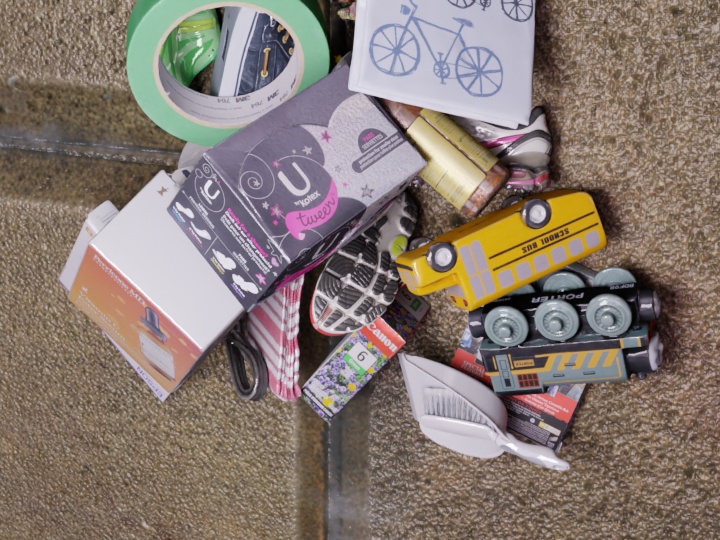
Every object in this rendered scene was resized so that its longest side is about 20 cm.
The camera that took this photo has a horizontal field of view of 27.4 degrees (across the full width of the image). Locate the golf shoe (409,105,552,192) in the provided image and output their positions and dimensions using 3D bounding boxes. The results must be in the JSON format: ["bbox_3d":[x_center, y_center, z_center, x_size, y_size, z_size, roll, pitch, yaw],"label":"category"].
[{"bbox_3d":[0.097,-0.127,1.502,0.198,0.073,0.093,1,96,11],"label":"golf shoe"}]

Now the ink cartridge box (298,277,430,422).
[{"bbox_3d":[0.025,0.063,1.563,0.050,0.109,0.200,43,116,0],"label":"ink cartridge box"}]

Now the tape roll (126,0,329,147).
[{"bbox_3d":[-0.130,-0.213,1.446,0.198,0.048,0.202,-4,134,-4],"label":"tape roll"}]

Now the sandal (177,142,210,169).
[{"bbox_3d":[-0.147,-0.055,1.602,0.082,0.050,0.204,-30,68,27],"label":"sandal"}]

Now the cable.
[{"bbox_3d":[-0.150,0.056,1.610,0.097,0.050,0.202,-33,51,35],"label":"cable"}]

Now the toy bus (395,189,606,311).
[{"bbox_3d":[0.138,-0.021,1.463,0.199,0.065,0.079,-25,102,-13],"label":"toy bus"}]

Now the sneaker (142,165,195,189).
[{"bbox_3d":[-0.155,-0.039,1.526,0.198,0.079,0.131,-21,70,27],"label":"sneaker"}]

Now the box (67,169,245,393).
[{"bbox_3d":[-0.194,0.017,1.469,0.152,0.106,0.200,43,157,0],"label":"box"}]

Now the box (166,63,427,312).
[{"bbox_3d":[-0.057,-0.079,1.384,0.132,0.200,0.115,50,145,5],"label":"box"}]

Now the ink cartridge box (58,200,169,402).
[{"bbox_3d":[-0.252,0.040,1.662,0.199,0.043,0.200,50,152,2],"label":"ink cartridge box"}]

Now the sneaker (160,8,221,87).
[{"bbox_3d":[-0.178,-0.262,1.562,0.083,0.074,0.202,15,111,-14],"label":"sneaker"}]

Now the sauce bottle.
[{"bbox_3d":[0.056,-0.137,1.440,0.200,0.066,0.066,43,116,6],"label":"sauce bottle"}]

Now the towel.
[{"bbox_3d":[-0.089,0.024,1.578,0.030,0.146,0.202,0,105,-19],"label":"towel"}]

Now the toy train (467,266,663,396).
[{"bbox_3d":[0.209,0.066,1.496,0.198,0.085,0.115,-7,117,19],"label":"toy train"}]

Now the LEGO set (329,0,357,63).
[{"bbox_3d":[0.013,-0.265,1.454,0.153,0.116,0.201,-24,98,25],"label":"LEGO set"}]

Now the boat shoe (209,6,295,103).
[{"bbox_3d":[-0.093,-0.244,1.507,0.090,0.071,0.201,4,130,-18],"label":"boat shoe"}]

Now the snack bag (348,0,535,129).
[{"bbox_3d":[0.082,-0.247,1.390,0.187,0.021,0.202,9,80,-22],"label":"snack bag"}]

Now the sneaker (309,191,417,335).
[{"bbox_3d":[0.000,0.000,1.513,0.077,0.201,0.085,36,141,-7],"label":"sneaker"}]

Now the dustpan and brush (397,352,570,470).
[{"bbox_3d":[0.130,0.164,1.547,0.198,0.058,0.140,11,144,21],"label":"dustpan and brush"}]

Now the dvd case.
[{"bbox_3d":[0.181,0.077,1.561,0.145,0.022,0.202,24,115,11],"label":"dvd case"}]
